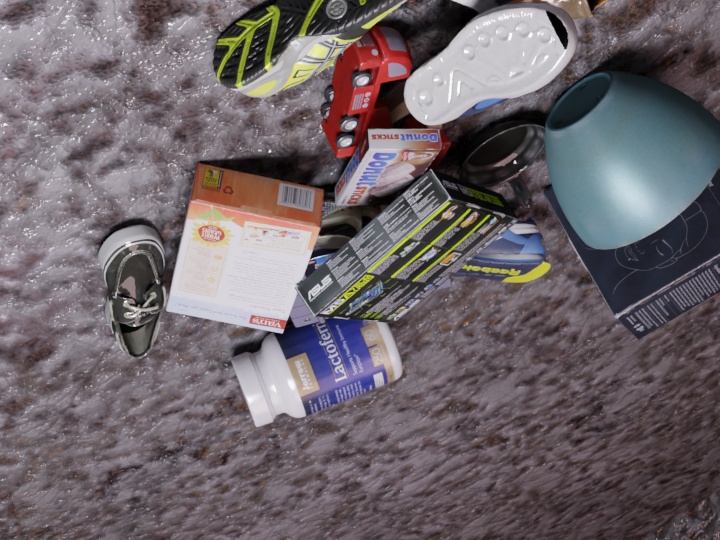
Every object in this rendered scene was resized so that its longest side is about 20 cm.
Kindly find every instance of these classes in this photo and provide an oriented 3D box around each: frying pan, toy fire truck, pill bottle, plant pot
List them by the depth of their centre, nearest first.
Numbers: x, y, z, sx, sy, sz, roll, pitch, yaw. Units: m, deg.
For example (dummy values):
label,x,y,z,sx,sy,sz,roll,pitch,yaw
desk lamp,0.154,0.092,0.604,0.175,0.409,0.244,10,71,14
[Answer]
label,x,y,z,sx,sy,sz,roll,pitch,yaw
toy fire truck,0.034,-0.170,1.340,0.141,0.049,0.200,-14,149,-21
plant pot,0.284,-0.143,1.474,0.200,0.200,0.135,-37,113,21
frying pan,0.184,-0.130,1.548,0.115,0.031,0.190,-40,152,26
pill bottle,-0.057,0.119,1.686,0.200,0.116,0.116,-22,152,-7

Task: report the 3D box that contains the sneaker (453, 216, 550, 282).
label,x,y,z,sx,sy,sz,roll,pitch,yaw
sneaker,0.135,-0.039,1.630,0.200,0.082,0.074,8,156,-18

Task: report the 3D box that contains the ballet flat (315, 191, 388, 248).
label,x,y,z,sx,sy,sz,roll,pitch,yaw
ballet flat,0.002,-0.062,1.477,0.200,0.072,0.072,-15,150,-20

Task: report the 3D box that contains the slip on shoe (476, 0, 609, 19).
label,x,y,z,sx,sy,sz,roll,pitch,yaw
slip on shoe,0.204,-0.271,1.292,0.200,0.061,0.076,-30,152,9

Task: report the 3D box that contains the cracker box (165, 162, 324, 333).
label,x,y,z,sx,sy,sz,roll,pitch,yaw
cracker box,-0.125,-0.020,1.406,0.134,0.058,0.200,12,142,-9

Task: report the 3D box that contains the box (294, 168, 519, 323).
label,x,y,z,sx,sy,sz,roll,pitch,yaw
box,0.054,-0.019,1.438,0.200,0.048,0.193,-41,156,20

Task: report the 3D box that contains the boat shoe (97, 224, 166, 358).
label,x,y,z,sx,sy,sz,roll,pitch,yaw
boat shoe,-0.240,0.026,1.435,0.071,0.064,0.200,-16,150,-18

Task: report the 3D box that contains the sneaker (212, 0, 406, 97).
label,x,y,z,sx,sy,sz,roll,pitch,yaw
sneaker,-0.037,-0.221,1.185,0.200,0.075,0.076,-25,161,21

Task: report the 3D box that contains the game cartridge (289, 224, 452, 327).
label,x,y,z,sx,sy,sz,roll,pitch,yaw
game cartridge,0.000,0.000,1.560,0.200,0.038,0.130,-15,146,5

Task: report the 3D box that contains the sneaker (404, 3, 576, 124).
label,x,y,z,sx,sy,sz,roll,pitch,yaw
sneaker,0.146,-0.204,1.230,0.200,0.081,0.146,-24,-175,46

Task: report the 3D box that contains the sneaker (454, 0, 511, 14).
label,x,y,z,sx,sy,sz,roll,pitch,yaw
sneaker,0.154,-0.297,1.212,0.200,0.081,0.146,-20,171,-36

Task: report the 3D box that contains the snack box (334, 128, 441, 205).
label,x,y,z,sx,sy,sz,roll,pitch,yaw
snack box,0.025,-0.103,1.348,0.072,0.024,0.200,-1,167,-10

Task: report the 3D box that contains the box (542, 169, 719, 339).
label,x,y,z,sx,sy,sz,roll,pitch,yaw
box,0.367,-0.056,1.642,0.197,0.200,0.124,-33,153,14
